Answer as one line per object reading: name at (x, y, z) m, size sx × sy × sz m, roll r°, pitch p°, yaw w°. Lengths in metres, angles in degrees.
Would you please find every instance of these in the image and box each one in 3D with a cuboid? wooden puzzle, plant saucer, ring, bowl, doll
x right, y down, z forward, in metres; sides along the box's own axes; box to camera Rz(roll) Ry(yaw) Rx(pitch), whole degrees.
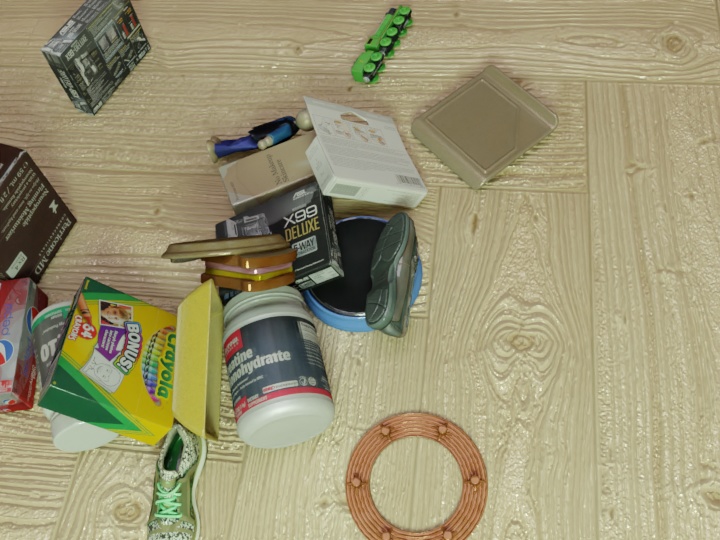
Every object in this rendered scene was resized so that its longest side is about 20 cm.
wooden puzzle at (0.218, -0.253, 1.323) m, size 0.199 × 0.037 × 0.185 m, roll -39°, pitch 63°, yaw -10°
plant saucer at (-0.222, 0.130, 1.028) m, size 0.048 × 0.200 × 0.203 m, roll 1°, pitch 76°, yaw -6°
ring at (0.076, 0.291, 1.032) m, size 0.198 × 0.019 × 0.202 m, roll -3°, pitch 61°, yaw 5°
bowl at (0.000, 0.000, 1.197) m, size 0.198 × 0.040 × 0.203 m, roll -3°, pitch 60°, yaw 5°
doll at (-0.169, -0.237, 1.320) m, size 0.198 × 0.049 × 0.137 m, roll -16°, pitch 19°, yaw 6°

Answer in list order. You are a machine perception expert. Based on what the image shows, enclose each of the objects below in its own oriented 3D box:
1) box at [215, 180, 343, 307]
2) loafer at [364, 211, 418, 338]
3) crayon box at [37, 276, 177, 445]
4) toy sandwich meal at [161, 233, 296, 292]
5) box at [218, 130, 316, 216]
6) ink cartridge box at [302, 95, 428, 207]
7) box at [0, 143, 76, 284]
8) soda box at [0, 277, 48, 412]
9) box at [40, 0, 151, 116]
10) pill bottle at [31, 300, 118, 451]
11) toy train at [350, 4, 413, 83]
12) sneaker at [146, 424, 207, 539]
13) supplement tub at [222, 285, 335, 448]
box at (-0.132, -0.034, 1.185) m, size 0.198 × 0.050 × 0.159 m, roll -20°, pitch 57°, yaw 17°
loafer at (0.055, 0.008, 1.137) m, size 0.071 × 0.063 × 0.202 m, roll -21°, pitch 46°, yaw 45°
crayon box at (-0.343, 0.127, 1.070) m, size 0.171 × 0.058 × 0.201 m, roll 26°, pitch 38°, yaw -25°
toy sandwich meal at (-0.183, -0.010, 1.071) m, size 0.202 × 0.205 × 0.071 m, roll -5°, pitch 95°, yaw 4°
box at (-0.131, -0.156, 1.280) m, size 0.198 × 0.078 × 0.096 m, roll -23°, pitch 61°, yaw -7°
ink cartridge box at (-0.001, -0.193, 1.239) m, size 0.198 × 0.045 × 0.178 m, roll 4°, pitch 51°, yaw -39°
box at (-0.611, -0.094, 1.230) m, size 0.162 × 0.201 × 0.167 m, roll 15°, pitch 63°, yaw 15°
soda box at (-0.546, 0.116, 1.176) m, size 0.063 × 0.070 × 0.202 m, roll -7°, pitch 59°, yaw 2°
box at (-0.499, -0.423, 1.433) m, size 0.049 × 0.158 × 0.201 m, roll 22°, pitch 65°, yaw 18°
pill bottle at (-0.420, 0.156, 1.114) m, size 0.112 × 0.113 × 0.201 m, roll -20°, pitch 60°, yaw -5°
toy train at (0.042, -0.439, 1.447) m, size 0.056 × 0.042 × 0.201 m, roll 15°, pitch 62°, yaw 27°
sneaker at (-0.261, 0.302, 1.024) m, size 0.076 × 0.089 × 0.202 m, roll -4°, pitch 60°, yaw 4°
supplement tub at (-0.122, 0.137, 1.073) m, size 0.139 × 0.141 × 0.202 m, roll -15°, pitch 59°, yaw -2°
